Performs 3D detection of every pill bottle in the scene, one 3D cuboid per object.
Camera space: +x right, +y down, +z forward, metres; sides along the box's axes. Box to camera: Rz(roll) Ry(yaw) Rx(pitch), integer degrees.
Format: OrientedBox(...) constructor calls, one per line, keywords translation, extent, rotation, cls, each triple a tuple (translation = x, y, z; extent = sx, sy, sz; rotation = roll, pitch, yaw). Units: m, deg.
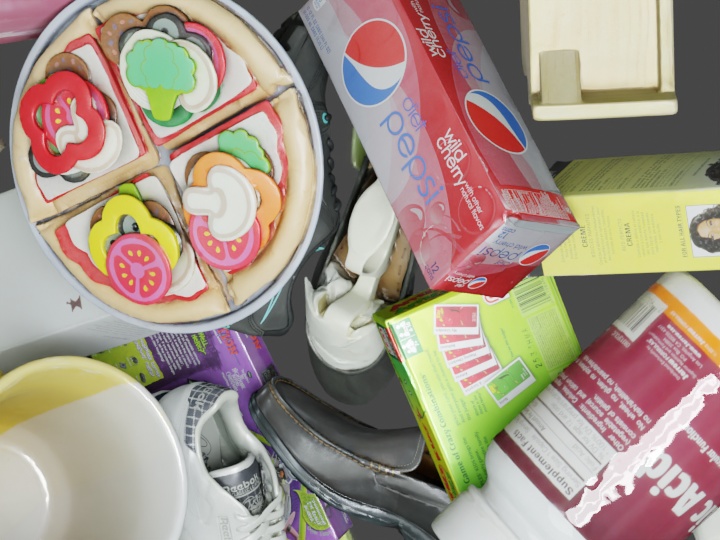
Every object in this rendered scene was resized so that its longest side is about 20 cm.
OrientedBox(translation=(0.142, 0.106, 1.381), extent=(0.200, 0.114, 0.114), rotation=(-44, 85, 2), cls="pill bottle")

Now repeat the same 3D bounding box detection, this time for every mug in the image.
OrientedBox(translation=(-0.204, 0.118, 1.521), extent=(0.153, 0.149, 0.188), rotation=(-19, 75, 60), cls="mug")

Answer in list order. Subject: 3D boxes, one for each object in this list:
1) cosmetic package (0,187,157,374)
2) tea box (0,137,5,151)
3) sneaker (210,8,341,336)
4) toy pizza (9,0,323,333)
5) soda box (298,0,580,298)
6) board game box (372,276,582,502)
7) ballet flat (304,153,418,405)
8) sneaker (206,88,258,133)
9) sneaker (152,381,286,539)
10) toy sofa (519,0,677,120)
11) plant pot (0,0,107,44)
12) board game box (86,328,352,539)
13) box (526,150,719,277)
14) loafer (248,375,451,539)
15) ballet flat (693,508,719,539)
OrientedBox(translation=(-0.174, -0.005, 1.551), extent=(0.199, 0.071, 0.102), rotation=(-19, 74, 31), cls="cosmetic package")
OrientedBox(translation=(-0.359, -0.097, 1.562), extent=(0.197, 0.133, 0.201), rotation=(-45, 65, 30), cls="tea box")
OrientedBox(translation=(-0.048, -0.057, 1.464), extent=(0.079, 0.075, 0.201), rotation=(23, 81, -16), cls="sneaker")
OrientedBox(translation=(-0.114, -0.061, 1.385), extent=(0.199, 0.032, 0.202), rotation=(6, 104, 24), cls="toy pizza")
OrientedBox(translation=(0.041, -0.085, 1.389), extent=(0.070, 0.063, 0.201), rotation=(-43, 57, 31), cls="soda box")
OrientedBox(translation=(0.093, 0.098, 1.458), extent=(0.101, 0.048, 0.201), rotation=(-24, 98, -6), cls="board game box")
OrientedBox(translation=(0.000, 0.000, 1.486), extent=(0.068, 0.068, 0.201), rotation=(24, 117, 17), cls="ballet flat")
OrientedBox(translation=(-0.107, -0.115, 1.462), extent=(0.199, 0.080, 0.072), rotation=(9, 109, 49), cls="sneaker")
OrientedBox(translation=(-0.078, 0.165, 1.541), extent=(0.080, 0.076, 0.201), rotation=(-12, 104, 44), cls="sneaker")
OrientedBox(translation=(0.128, -0.187, 1.358), extent=(0.082, 0.098, 0.201), rotation=(-3, 108, 2), cls="toy sofa")
OrientedBox(translation=(-0.190, -0.216, 1.444), extent=(0.178, 0.200, 0.201), rotation=(3, 110, 9), cls="plant pot")
OrientedBox(translation=(-0.099, 0.096, 1.594), extent=(0.120, 0.032, 0.201), rotation=(-21, 98, 34), cls="board game box")
OrientedBox(translation=(0.190, -0.033, 1.377), extent=(0.199, 0.075, 0.050), rotation=(-3, 108, 26), cls="box")
OrientedBox(translation=(0.024, 0.120, 1.522), extent=(0.199, 0.073, 0.072), rotation=(35, 111, 1), cls="loafer")
OrientedBox(translation=(0.231, 0.165, 1.431), extent=(0.069, 0.069, 0.201), rotation=(-33, 91, 32), cls="ballet flat")
